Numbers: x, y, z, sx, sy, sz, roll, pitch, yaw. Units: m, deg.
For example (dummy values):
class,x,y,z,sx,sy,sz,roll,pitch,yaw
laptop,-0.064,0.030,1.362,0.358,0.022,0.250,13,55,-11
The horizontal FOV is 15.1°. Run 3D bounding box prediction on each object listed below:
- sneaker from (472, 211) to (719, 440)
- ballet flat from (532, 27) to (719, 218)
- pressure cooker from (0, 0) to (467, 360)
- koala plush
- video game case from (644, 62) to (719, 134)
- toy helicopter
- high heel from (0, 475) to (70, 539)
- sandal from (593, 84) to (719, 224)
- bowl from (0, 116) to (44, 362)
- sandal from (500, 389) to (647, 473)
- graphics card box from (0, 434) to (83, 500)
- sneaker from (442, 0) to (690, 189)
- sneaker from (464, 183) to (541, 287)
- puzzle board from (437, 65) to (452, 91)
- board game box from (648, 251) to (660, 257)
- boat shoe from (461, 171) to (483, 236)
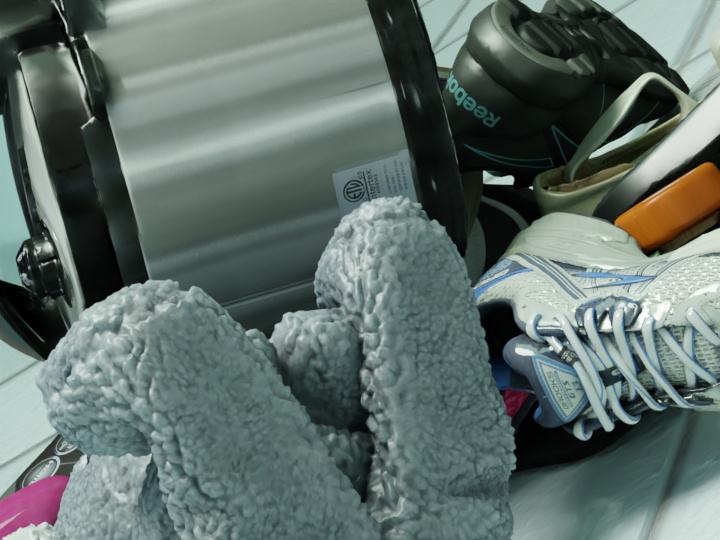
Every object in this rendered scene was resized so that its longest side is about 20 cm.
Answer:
class,x,y,z,sx,sy,sz,roll,pitch,yaw
sneaker,0.103,0.032,1.014,0.085,0.077,0.199,-31,19,-30
ballet flat,0.164,-0.074,1.242,0.199,0.070,0.069,-35,12,3
pressure cooker,-0.070,-0.048,1.116,0.199,0.177,0.179,-17,-8,-7
koala plush,-0.053,0.097,1.036,0.177,0.185,0.200,-19,-3,-39
video game case,0.251,-0.130,1.376,0.182,0.023,0.200,-28,7,35
toy helicopter,0.205,-0.039,1.087,0.200,0.079,0.132,-30,-2,-45
high heel,-0.221,0.137,1.195,0.200,0.096,0.067,-41,5,-4
sandal,0.186,-0.068,1.165,0.200,0.045,0.075,-45,-31,12
bowl,-0.115,-0.017,1.282,0.200,0.200,0.106,-22,51,50
sandal,0.063,0.050,1.155,0.200,0.045,0.075,-30,36,41
graphics card box,-0.090,0.118,1.239,0.126,0.051,0.199,-48,29,-22
sneaker,0.089,-0.084,1.293,0.079,0.075,0.200,-54,-23,20
sneaker,0.024,-0.017,1.418,0.111,0.074,0.199,-1,12,-42
puzzle board,-0.001,-0.078,1.338,0.150,0.018,0.199,-8,-6,36
board game box,0.157,-0.015,1.243,0.104,0.024,0.200,-29,13,24
boat shoe,0.000,0.000,1.251,0.062,0.073,0.200,1,39,24
